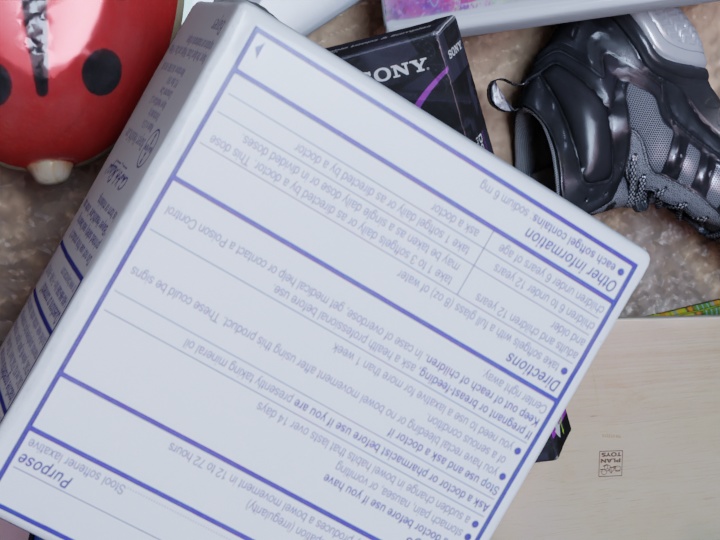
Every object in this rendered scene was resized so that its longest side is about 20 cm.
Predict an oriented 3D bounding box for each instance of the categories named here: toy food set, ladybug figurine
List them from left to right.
[{"bbox_3d":[-0.138,-0.136,0.692,0.135,0.072,0.202,-10,94,-11],"label":"ladybug figurine"},{"bbox_3d":[0.114,0.089,0.823,0.198,0.060,0.145,-1,99,-10],"label":"toy food set"}]

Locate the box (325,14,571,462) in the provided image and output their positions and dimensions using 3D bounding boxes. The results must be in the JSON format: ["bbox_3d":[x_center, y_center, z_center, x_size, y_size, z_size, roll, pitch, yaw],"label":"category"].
[{"bbox_3d":[0.000,0.000,0.744,0.142,0.036,0.201,-12,105,21],"label":"box"}]

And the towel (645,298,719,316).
[{"bbox_3d":[0.140,0.070,0.859,0.199,0.018,0.087,-12,97,-18],"label":"towel"}]

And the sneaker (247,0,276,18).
[{"bbox_3d":[-0.079,-0.020,0.700,0.074,0.079,0.201,30,115,9],"label":"sneaker"}]

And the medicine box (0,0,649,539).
[{"bbox_3d":[-0.026,0.028,0.629,0.181,0.103,0.201,30,91,-18],"label":"medicine box"}]

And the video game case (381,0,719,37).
[{"bbox_3d":[0.100,-0.206,0.761,0.198,0.024,0.184,-7,82,6],"label":"video game case"}]

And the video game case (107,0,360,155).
[{"bbox_3d":[-0.091,-0.184,0.760,0.182,0.022,0.201,-35,104,-13],"label":"video game case"}]

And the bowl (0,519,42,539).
[{"bbox_3d":[-0.224,0.111,0.719,0.199,0.039,0.202,0,90,-16],"label":"bowl"}]

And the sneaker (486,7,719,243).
[{"bbox_3d":[0.145,-0.041,0.826,0.114,0.075,0.200,-40,99,-12],"label":"sneaker"}]
